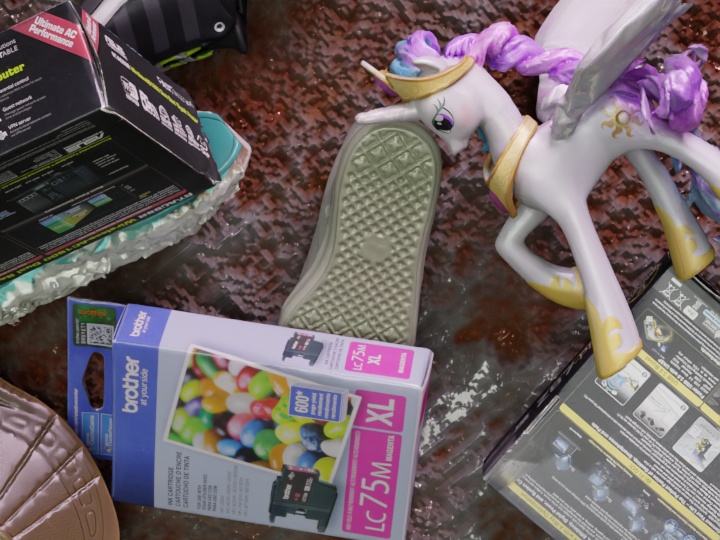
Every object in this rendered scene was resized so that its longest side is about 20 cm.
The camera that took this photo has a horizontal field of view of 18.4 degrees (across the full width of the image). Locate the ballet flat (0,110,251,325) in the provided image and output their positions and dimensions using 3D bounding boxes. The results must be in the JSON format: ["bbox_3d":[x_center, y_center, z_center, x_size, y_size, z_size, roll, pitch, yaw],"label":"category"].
[{"bbox_3d":[-0.143,-0.025,1.214,0.200,0.072,0.072,-25,96,10],"label":"ballet flat"}]

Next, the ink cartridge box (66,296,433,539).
[{"bbox_3d":[-0.067,0.083,1.211,0.200,0.042,0.119,10,127,6],"label":"ink cartridge box"}]

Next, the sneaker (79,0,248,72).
[{"bbox_3d":[-0.101,-0.131,1.184,0.083,0.072,0.200,37,101,-3],"label":"sneaker"}]

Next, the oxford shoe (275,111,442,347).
[{"bbox_3d":[0.000,0.000,1.209,0.075,0.058,0.200,14,116,-6],"label":"oxford shoe"}]

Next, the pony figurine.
[{"bbox_3d":[0.121,-0.077,1.122,0.193,0.167,0.200,-40,100,3],"label":"pony figurine"}]

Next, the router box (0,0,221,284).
[{"bbox_3d":[-0.190,-0.048,1.116,0.200,0.150,0.062,-23,71,11],"label":"router box"}]

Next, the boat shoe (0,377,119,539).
[{"bbox_3d":[-0.213,0.097,1.240,0.200,0.065,0.072,46,64,-2],"label":"boat shoe"}]

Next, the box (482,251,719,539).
[{"bbox_3d":[0.192,0.114,1.211,0.200,0.049,0.161,39,99,-2],"label":"box"}]
